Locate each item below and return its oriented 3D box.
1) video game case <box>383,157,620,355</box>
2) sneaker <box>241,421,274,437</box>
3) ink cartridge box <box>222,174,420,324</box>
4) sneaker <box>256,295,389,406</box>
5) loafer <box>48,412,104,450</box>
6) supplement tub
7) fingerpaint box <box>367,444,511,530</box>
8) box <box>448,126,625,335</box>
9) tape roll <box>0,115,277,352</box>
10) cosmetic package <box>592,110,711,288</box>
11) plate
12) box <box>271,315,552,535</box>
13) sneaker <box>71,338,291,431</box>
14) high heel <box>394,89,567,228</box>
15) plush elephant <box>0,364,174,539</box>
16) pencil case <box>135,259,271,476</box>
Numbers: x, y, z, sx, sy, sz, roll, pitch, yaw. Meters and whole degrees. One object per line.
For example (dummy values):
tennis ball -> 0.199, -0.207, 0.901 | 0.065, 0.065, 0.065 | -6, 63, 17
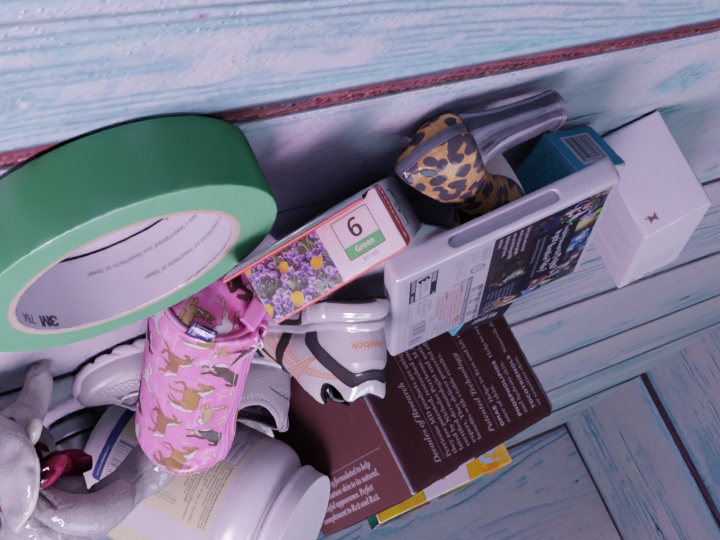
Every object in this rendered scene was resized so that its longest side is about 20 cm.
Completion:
video game case -> 0.101, -0.005, 0.953 | 0.180, 0.024, 0.200 | -24, 162, -7
sneaker -> -0.085, 0.160, 1.316 | 0.075, 0.116, 0.201 | -18, 163, -26
ink cartridge box -> -0.021, -0.013, 0.852 | 0.108, 0.051, 0.200 | -30, -176, 10
sneaker -> -0.037, 0.067, 0.959 | 0.073, 0.081, 0.200 | -5, 177, -22
loafer -> -0.245, 0.182, 1.222 | 0.071, 0.064, 0.200 | -27, 165, 11
supplement tub -> -0.141, 0.202, 1.115 | 0.146, 0.198, 0.146 | -57, 161, -33
fingerpaint box -> 0.049, 0.159, 1.371 | 0.165, 0.202, 0.073 | -23, 166, -13
box -> 0.139, -0.033, 1.073 | 0.082, 0.049, 0.201 | -16, 149, -49
tape roll -> -0.148, -0.018, 0.741 | 0.198, 0.049, 0.201 | -24, 164, -7
cosmetic package -> 0.266, -0.063, 1.185 | 0.071, 0.102, 0.200 | -26, 166, -1
plate -> 0.000, 0.000, 1.080 | 0.198, 0.033, 0.199 | -32, 165, 24
box -> 0.039, 0.121, 1.174 | 0.199, 0.166, 0.166 | -23, 171, -39
sneaker -> -0.145, 0.105, 1.050 | 0.197, 0.083, 0.075 | -1, 157, -23
high heel -> 0.065, -0.051, 0.933 | 0.141, 0.072, 0.201 | -21, 152, -28
plush elephant -> -0.266, 0.152, 0.960 | 0.201, 0.163, 0.156 | -55, 148, -43
pencil case -> -0.123, 0.074, 0.934 | 0.082, 0.087, 0.201 | -3, 143, -20
